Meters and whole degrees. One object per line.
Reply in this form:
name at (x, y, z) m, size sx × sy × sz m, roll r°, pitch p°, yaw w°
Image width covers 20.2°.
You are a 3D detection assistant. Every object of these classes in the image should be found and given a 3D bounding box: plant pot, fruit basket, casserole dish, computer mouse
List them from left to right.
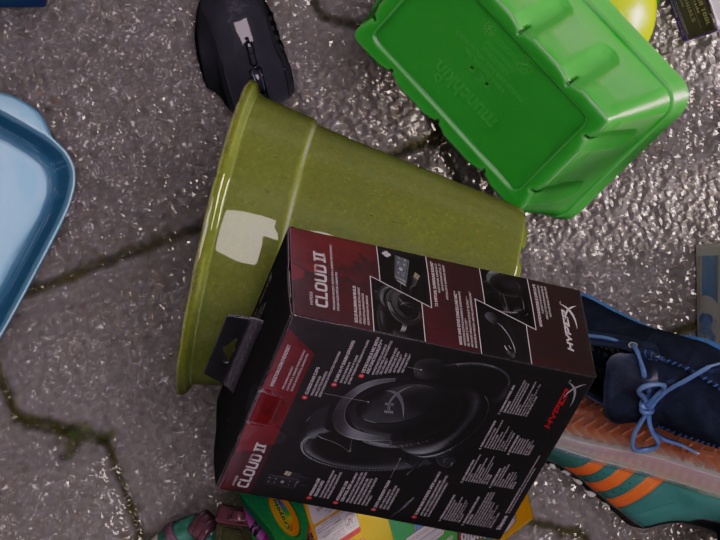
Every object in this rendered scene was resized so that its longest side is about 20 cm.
casserole dish at (-0.267, -0.021, 1.311) m, size 0.121 × 0.039 × 0.200 m, roll 29°, pitch 84°, yaw -8°
computer mouse at (-0.062, -0.099, 1.351) m, size 0.058 × 0.034 × 0.201 m, roll -20°, pitch 93°, yaw -10°
plant pot at (0.000, 0.000, 1.258) m, size 0.189 × 0.200 × 0.201 m, roll 13°, pitch 87°, yaw 2°
fruit basket at (0.121, -0.152, 1.345) m, size 0.215 × 0.216 × 0.156 m, roll 40°, pitch 119°, yaw -7°

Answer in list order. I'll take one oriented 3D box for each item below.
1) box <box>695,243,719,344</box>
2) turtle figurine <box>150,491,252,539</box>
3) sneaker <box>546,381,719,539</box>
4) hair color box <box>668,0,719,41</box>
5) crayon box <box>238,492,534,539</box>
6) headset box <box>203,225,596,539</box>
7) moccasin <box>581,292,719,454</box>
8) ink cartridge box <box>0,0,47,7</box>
box at (0.301, 0.035, 1.328) m, size 0.101 × 0.200 × 0.113 m, roll -1°, pitch 89°, yaw -10°
turtle figurine at (-0.057, 0.165, 1.319) m, size 0.149 × 0.101 × 0.201 m, roll 11°, pitch 81°, yaw -10°
sneaker at (0.172, 0.132, 1.369) m, size 0.199 × 0.071 × 0.080 m, roll 19°, pitch 127°, yaw 9°
hair color box at (0.301, -0.243, 1.398) m, size 0.200 × 0.065 × 0.110 m, roll -21°, pitch 93°, yaw -16°
crayon box at (0.020, 0.145, 1.290) m, size 0.200 × 0.058 × 0.119 m, roll -28°, pitch 108°, yaw -43°
headset box at (0.012, 0.066, 1.162) m, size 0.199 × 0.077 × 0.149 m, roll 12°, pitch 130°, yaw -14°
moccasin at (0.180, 0.078, 1.319) m, size 0.068 × 0.200 × 0.081 m, roll -26°, pitch 121°, yaw -36°
ink cartridge box at (-0.300, -0.243, 1.286) m, size 0.199 × 0.084 × 0.145 m, roll -2°, pitch 89°, yaw -10°
